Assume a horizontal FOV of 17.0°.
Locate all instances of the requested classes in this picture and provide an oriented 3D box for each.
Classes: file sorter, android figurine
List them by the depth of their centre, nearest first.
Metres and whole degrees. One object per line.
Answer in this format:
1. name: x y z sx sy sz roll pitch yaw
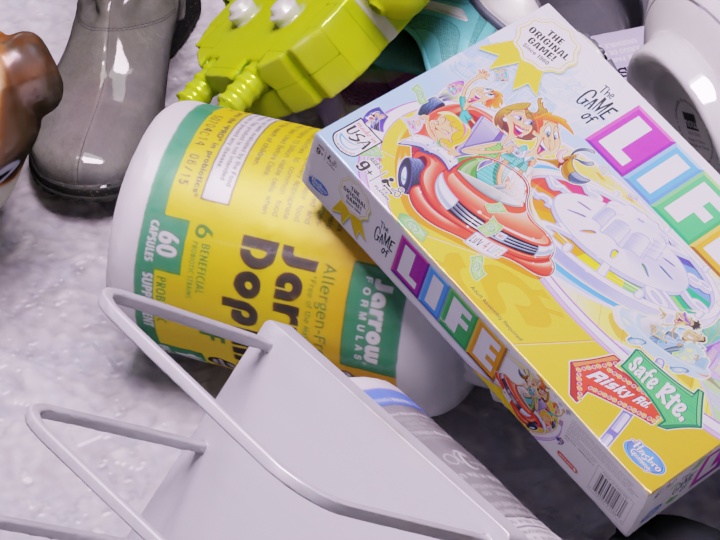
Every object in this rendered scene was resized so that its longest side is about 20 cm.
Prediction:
1. file sorter: -0.071 0.125 0.828 0.139 0.124 0.201 39 100 35
2. android figurine: -0.007 -0.142 1.131 0.200 0.041 0.182 -47 24 -14

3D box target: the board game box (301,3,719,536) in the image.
1. board game box: 0.090 -0.006 0.968 0.134 0.034 0.200 -31 67 -30

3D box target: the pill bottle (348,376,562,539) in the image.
1. pill bottle: 0.035 0.140 0.897 0.113 0.114 0.200 -28 51 -26

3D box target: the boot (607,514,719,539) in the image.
1. boot: 0.214 0.116 0.921 0.198 0.073 0.163 38 76 25

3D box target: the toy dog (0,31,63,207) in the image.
1. toy dog: -0.209 -0.098 1.096 0.139 0.195 0.200 -10 37 -28

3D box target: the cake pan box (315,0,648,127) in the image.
1. cake pan box: 0.068 -0.118 1.213 0.199 0.053 0.185 -10 47 -11

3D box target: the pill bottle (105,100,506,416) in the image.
1. pill bottle: 0.000 0.000 1.044 0.199 0.113 0.113 14 45 13

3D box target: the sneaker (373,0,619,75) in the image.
1. sneaker: 0.071 -0.072 1.097 0.079 0.078 0.200 -35 51 -10

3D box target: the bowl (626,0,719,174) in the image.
1. bowl: 0.178 -0.076 1.060 0.094 0.201 0.201 -24 48 -12

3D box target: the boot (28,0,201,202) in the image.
1. boot: -0.123 -0.139 1.174 0.067 0.131 0.201 6 44 6
